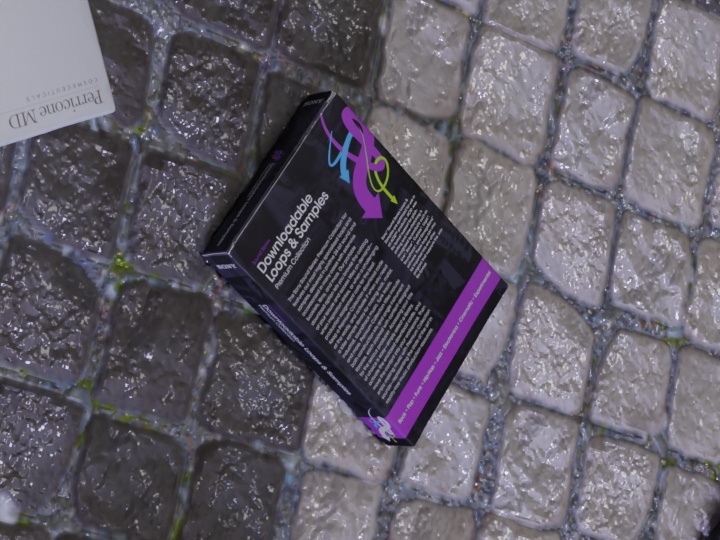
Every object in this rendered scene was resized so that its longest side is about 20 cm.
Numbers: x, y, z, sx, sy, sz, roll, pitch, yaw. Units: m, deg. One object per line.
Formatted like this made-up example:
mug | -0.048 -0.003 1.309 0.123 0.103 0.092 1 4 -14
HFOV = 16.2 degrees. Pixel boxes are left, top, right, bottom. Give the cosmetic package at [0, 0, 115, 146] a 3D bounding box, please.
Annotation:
cosmetic package | -0.225 -0.175 1.485 0.101 0.071 0.201 -21 101 -38

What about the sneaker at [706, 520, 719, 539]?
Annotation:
sneaker | 0.329 0.242 1.920 0.095 0.079 0.200 -45 116 -7

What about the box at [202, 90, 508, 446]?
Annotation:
box | 0.000 0.000 1.680 0.200 0.036 0.143 48 59 -28
